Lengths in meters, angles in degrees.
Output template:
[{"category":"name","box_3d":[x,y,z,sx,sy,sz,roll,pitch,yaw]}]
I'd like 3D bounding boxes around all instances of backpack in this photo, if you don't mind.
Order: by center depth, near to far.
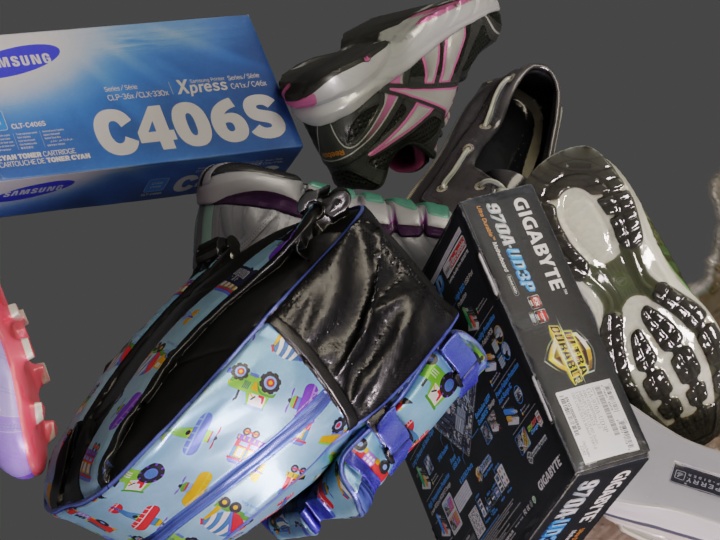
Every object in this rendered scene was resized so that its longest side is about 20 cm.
[{"category":"backpack","box_3d":[-0.059,0.075,1.311,0.135,0.182,0.200,47,64,-11]}]

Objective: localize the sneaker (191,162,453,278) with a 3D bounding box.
[{"category":"sneaker","box_3d":[0.000,0.000,1.452,0.199,0.074,0.088,12,87,-5]}]

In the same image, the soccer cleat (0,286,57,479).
[{"category":"soccer cleat","box_3d":[-0.215,0.022,1.340,0.076,0.067,0.201,-19,73,-3]}]

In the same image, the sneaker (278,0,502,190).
[{"category":"sneaker","box_3d":[0.023,-0.104,1.550,0.200,0.080,0.087,-34,111,-47]}]

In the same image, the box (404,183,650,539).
[{"category":"box","box_3d":[0.073,0.074,1.364,0.046,0.200,0.159,-13,65,-21]}]

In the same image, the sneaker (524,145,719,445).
[{"category":"sneaker","box_3d":[0.164,0.011,1.529,0.200,0.077,0.089,64,13,-10]}]

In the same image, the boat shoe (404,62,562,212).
[{"category":"boat shoe","box_3d":[0.072,-0.047,1.533,0.073,0.063,0.200,32,51,-10]}]

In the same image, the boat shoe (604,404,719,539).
[{"category":"boat shoe","box_3d":[0.171,0.126,1.472,0.199,0.066,0.072,16,53,8]}]

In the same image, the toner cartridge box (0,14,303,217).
[{"category":"toner cartridge box","box_3d":[-0.139,-0.088,1.458,0.199,0.043,0.095,-9,63,-33]}]
